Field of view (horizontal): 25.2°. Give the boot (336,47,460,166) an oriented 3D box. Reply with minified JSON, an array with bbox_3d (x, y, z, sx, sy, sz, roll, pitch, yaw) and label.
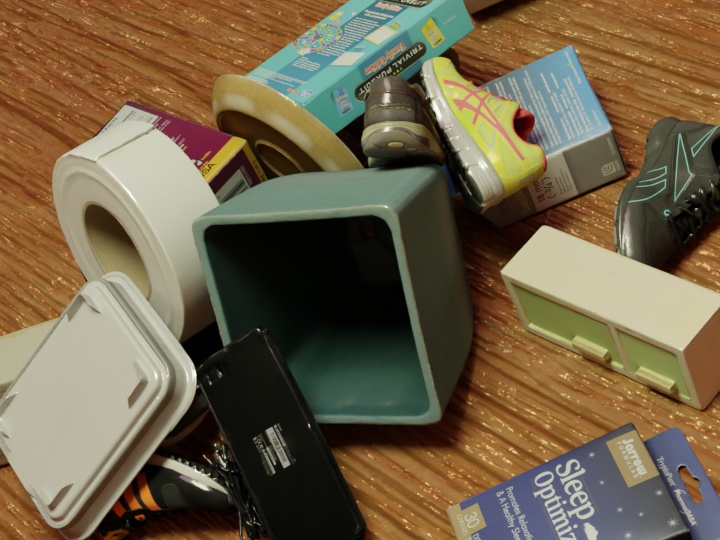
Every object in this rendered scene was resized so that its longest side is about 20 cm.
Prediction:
[{"bbox_3d":[-0.005,-0.177,1.664,0.200,0.077,0.155,-46,38,-9],"label":"boot"}]

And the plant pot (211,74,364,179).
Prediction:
[{"bbox_3d":[-0.071,-0.112,1.565,0.199,0.201,0.028,22,67,43],"label":"plant pot"}]

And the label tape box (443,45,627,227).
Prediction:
[{"bbox_3d":[0.140,-0.118,1.556,0.198,0.064,0.145,-23,41,8],"label":"label tape box"}]

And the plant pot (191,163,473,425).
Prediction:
[{"bbox_3d":[0.000,0.000,1.416,0.194,0.198,0.200,-3,24,27],"label":"plant pot"}]

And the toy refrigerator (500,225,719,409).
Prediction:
[{"bbox_3d":[0.214,0.038,1.340,0.199,0.076,0.070,25,62,43],"label":"toy refrigerator"}]

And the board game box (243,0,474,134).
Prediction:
[{"bbox_3d":[-0.007,-0.213,1.602,0.199,0.047,0.151,-38,30,-16],"label":"board game box"}]

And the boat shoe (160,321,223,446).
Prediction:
[{"bbox_3d":[-0.138,0.082,1.480,0.066,0.058,0.200,14,41,29],"label":"boat shoe"}]

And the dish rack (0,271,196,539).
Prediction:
[{"bbox_3d":[-0.243,0.115,1.402,0.201,0.043,0.172,-52,54,14],"label":"dish rack"}]

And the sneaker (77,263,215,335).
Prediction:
[{"bbox_3d":[-0.207,0.023,1.607,0.199,0.078,0.085,31,60,34],"label":"sneaker"}]

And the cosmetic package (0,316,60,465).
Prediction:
[{"bbox_3d":[-0.319,0.118,1.538,0.198,0.104,0.074,-16,40,12],"label":"cosmetic package"}]

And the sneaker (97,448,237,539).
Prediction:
[{"bbox_3d":[-0.191,0.202,1.418,0.198,0.070,0.091,13,83,28],"label":"sneaker"}]

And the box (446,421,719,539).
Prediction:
[{"bbox_3d":[0.174,0.192,1.236,0.198,0.033,0.122,-25,40,3],"label":"box"}]

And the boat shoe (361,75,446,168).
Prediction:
[{"bbox_3d":[0.040,-0.132,1.434,0.073,0.200,0.074,-1,87,2],"label":"boat shoe"}]

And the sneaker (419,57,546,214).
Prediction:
[{"bbox_3d":[0.114,-0.133,1.490,0.089,0.079,0.201,-20,47,-3],"label":"sneaker"}]

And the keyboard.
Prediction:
[{"bbox_3d":[-0.076,0.156,1.350,0.103,0.040,0.202,-29,74,7],"label":"keyboard"}]

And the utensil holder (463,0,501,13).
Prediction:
[{"bbox_3d":[0.175,-0.392,1.746,0.198,0.171,0.171,-23,40,7],"label":"utensil holder"}]

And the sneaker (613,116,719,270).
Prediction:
[{"bbox_3d":[0.277,-0.064,1.413,0.078,0.076,0.201,4,49,29],"label":"sneaker"}]

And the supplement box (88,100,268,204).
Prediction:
[{"bbox_3d":[-0.184,-0.076,1.643,0.199,0.132,0.103,21,61,43],"label":"supplement box"}]

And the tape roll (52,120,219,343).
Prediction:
[{"bbox_3d":[-0.196,-0.032,1.462,0.070,0.204,0.201,-32,37,-28],"label":"tape roll"}]

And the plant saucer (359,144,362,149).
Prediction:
[{"bbox_3d":[-0.028,-0.161,1.725,0.198,0.028,0.202,-16,42,15],"label":"plant saucer"}]
